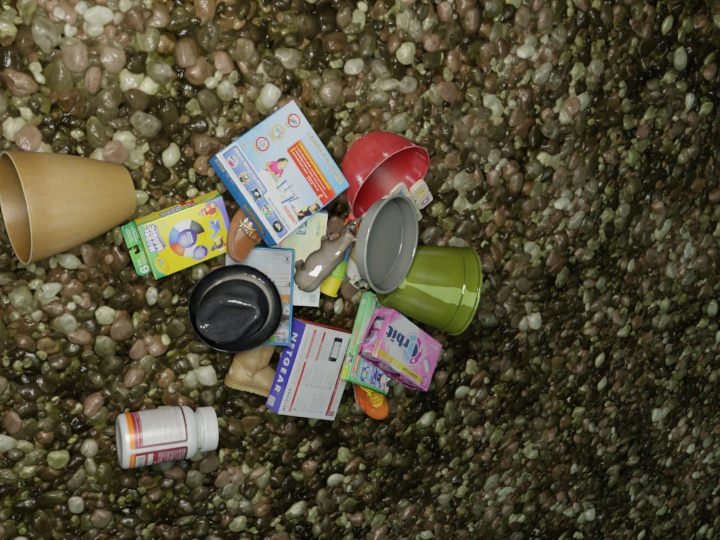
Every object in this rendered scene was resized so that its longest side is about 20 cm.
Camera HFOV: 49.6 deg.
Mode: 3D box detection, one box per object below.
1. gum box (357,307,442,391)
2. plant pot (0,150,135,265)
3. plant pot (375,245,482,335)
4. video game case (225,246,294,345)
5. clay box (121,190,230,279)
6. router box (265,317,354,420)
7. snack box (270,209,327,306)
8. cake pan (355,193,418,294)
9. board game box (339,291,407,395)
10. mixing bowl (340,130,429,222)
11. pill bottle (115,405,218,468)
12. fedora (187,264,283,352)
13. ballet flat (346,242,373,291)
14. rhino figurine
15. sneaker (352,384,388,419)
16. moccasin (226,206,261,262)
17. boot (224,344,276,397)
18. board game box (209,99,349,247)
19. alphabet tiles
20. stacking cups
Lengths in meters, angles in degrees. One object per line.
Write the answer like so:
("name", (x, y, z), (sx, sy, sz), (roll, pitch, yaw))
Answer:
("gum box", (0.088, 0.176, 1.755), (0.199, 0.065, 0.115), (37, 66, -36))
("plant pot", (-0.498, -0.121, 1.347), (0.197, 0.185, 0.190), (-13, 118, -35))
("plant pot", (0.140, 0.028, 1.738), (0.189, 0.201, 0.204), (11, 107, -18))
("video game case", (-0.209, 0.052, 1.605), (0.140, 0.018, 0.205), (4, 104, -1))
("clay box", (-0.350, -0.065, 1.512), (0.197, 0.048, 0.117), (-24, 120, -18))
("router box", (-0.101, 0.220, 1.718), (0.178, 0.048, 0.204), (19, 90, -47))
("snack box", (-0.134, -0.029, 1.621), (0.113, 0.037, 0.204), (4, 106, -10))
("cake pan", (0.052, -0.056, 1.576), (0.199, 0.036, 0.205), (-27, 124, -50))
("board game box", (0.034, 0.165, 1.770), (0.133, 0.029, 0.204), (26, 74, -39))
("mixing bowl", (0.032, -0.207, 1.592), (0.198, 0.109, 0.201), (-33, 155, -18))
("pill bottle", (-0.403, 0.342, 1.625), (0.196, 0.109, 0.112), (-3, 113, -26))
("fedora", (-0.256, 0.087, 1.555), (0.196, 0.092, 0.205), (1, 104, 4))
("ballet flat", (0.000, 0.000, 1.661), (0.070, 0.071, 0.200), (-40, 164, -6))
("rhino figurine", (-0.062, -0.034, 1.564), (0.200, 0.088, 0.060), (-45, 109, 6))
("sneaker", (0.021, 0.287, 1.842), (0.072, 0.077, 0.202), (-34, 124, -12))
("moccasin", (-0.193, -0.105, 1.532), (0.203, 0.077, 0.074), (-55, 136, -15))
("boot", (-0.192, 0.169, 1.687), (0.172, 0.066, 0.204), (14, 103, -32))
("board game box", (-0.152, -0.185, 1.490), (0.195, 0.056, 0.202), (-40, 102, -24))
("alphabet tiles", (0.070, -0.110, 1.666), (0.199, 0.015, 0.196), (-41, 156, 0))
("stacking cups", (-0.033, -0.044, 1.678), (0.060, 0.060, 0.203), (21, 101, -32))
